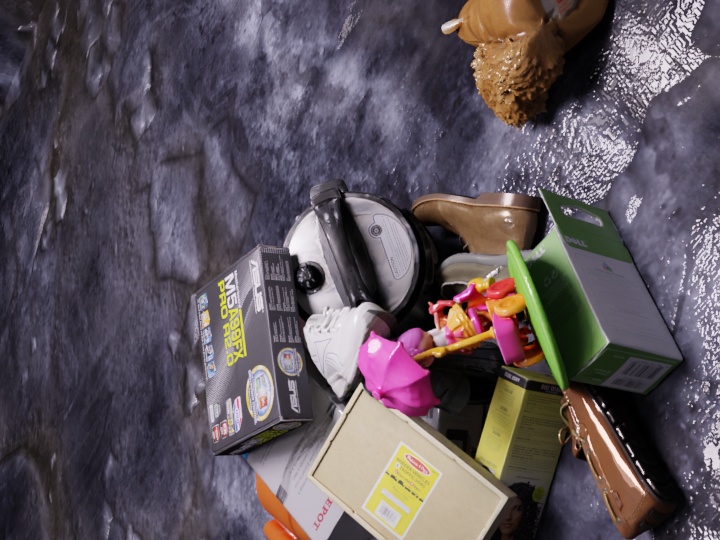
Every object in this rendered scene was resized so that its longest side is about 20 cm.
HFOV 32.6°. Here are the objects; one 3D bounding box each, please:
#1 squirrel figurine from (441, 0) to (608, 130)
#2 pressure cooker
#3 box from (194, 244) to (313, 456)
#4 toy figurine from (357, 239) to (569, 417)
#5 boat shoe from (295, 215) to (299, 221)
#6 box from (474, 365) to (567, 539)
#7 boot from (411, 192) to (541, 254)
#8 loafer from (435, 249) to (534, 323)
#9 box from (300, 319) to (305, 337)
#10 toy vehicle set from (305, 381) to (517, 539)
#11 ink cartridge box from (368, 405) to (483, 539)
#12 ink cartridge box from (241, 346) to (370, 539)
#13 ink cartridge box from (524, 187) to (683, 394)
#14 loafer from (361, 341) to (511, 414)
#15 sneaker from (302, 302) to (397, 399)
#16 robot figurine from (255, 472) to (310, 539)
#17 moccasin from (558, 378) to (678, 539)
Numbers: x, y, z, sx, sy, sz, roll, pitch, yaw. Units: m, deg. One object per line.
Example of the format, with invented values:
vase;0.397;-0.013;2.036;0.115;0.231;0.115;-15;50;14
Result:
squirrel figurine;0.164;-0.265;1.376;0.186;0.141;0.202;-7;71;63
pressure cooker;-0.002;0.002;1.438;0.175;0.200;0.180;27;87;13
box;-0.124;0.093;1.393;0.160;0.044;0.201;-32;61;50
toy figurine;0.086;0.065;1.197;0.200;0.183;0.151;-96;-16;-72
boat shoe;-0.063;-0.034;1.691;0.201;0.086;0.075;2;81;57
box;0.159;0.205;1.278;0.050;0.075;0.201;23;100;58
boot;0.125;-0.050;1.424;0.199;0.073;0.076;5;90;55
loafer;0.151;0.020;1.349;0.200;0.075;0.070;-8;68;56
box;-0.111;0.106;1.706;0.075;0.100;0.201;-47;44;38
toy vehicle set;0.049;0.222;1.271;0.200;0.026;0.125;37;104;24
ink cartridge box;0.075;0.214;1.409;0.116;0.066;0.202;-7;74;55
ink cartridge box;-0.045;0.196;1.414;0.200;0.083;0.146;44;115;35
ink cartridge box;0.225;0.019;1.208;0.059;0.103;0.201;-50;41;34
loafer;0.089;0.116;1.299;0.068;0.200;0.071;-53;53;35
sneaker;-0.021;0.075;1.292;0.075;0.087;0.200;-46;-5;-24
robot figurine;-0.056;0.277;1.547;0.200;0.143;0.117;22;126;57
moccasin;0.231;0.164;1.187;0.078;0.073;0.202;-47;51;27
